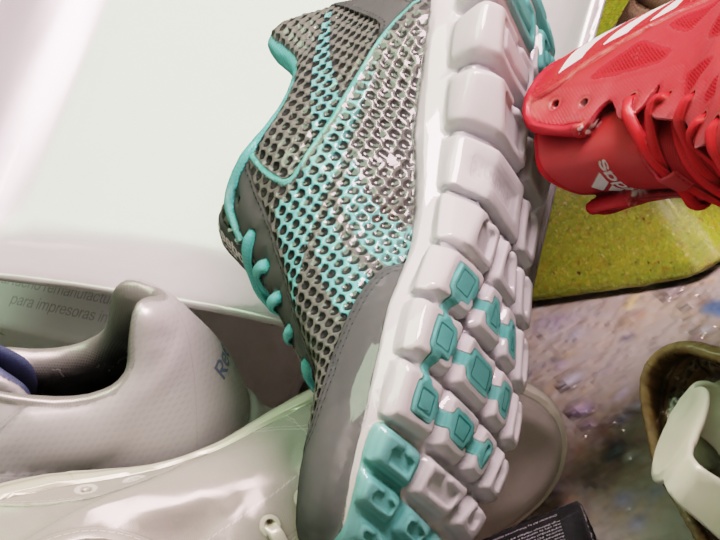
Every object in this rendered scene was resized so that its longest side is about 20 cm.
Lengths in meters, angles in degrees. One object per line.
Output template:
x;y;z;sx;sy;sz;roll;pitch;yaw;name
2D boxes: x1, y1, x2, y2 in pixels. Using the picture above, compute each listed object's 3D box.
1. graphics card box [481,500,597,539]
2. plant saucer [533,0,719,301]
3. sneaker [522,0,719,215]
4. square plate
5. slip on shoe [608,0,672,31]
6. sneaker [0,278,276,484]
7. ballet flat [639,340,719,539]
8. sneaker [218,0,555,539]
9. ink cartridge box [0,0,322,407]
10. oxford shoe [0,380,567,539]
0.023;0.148;0.622;0.125;0.051;0.200;-24;29;5;graphics card box
0.055;-0.062;0.952;0.199;0.048;0.200;-9;33;29;plant saucer
0.099;-0.025;0.672;0.115;0.078;0.200;-28;15;25;sneaker
-0.023;-0.070;0.812;0.199;0.028;0.199;10;68;16;square plate
0.151;-0.106;0.887;0.076;0.061;0.200;28;42;33;slip on shoe
-0.123;0.068;0.769;0.200;0.087;0.075;-29;30;-2;sneaker
0.111;0.072;0.643;0.068;0.072;0.200;-54;22;18;ballet flat
0.000;0.000;0.723;0.091;0.078;0.200;-4;53;24;sneaker
-0.066;-0.048;0.896;0.145;0.088;0.200;11;65;38;ink cartridge box
-0.028;0.078;0.729;0.199;0.075;0.058;-13;25;-20;oxford shoe
